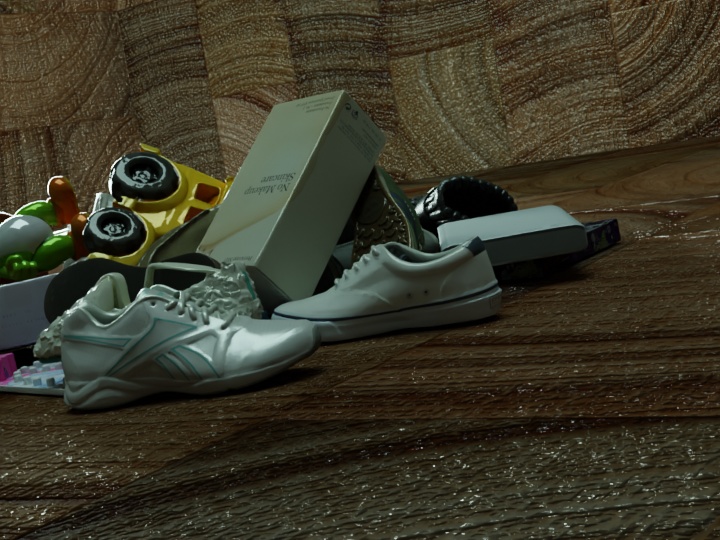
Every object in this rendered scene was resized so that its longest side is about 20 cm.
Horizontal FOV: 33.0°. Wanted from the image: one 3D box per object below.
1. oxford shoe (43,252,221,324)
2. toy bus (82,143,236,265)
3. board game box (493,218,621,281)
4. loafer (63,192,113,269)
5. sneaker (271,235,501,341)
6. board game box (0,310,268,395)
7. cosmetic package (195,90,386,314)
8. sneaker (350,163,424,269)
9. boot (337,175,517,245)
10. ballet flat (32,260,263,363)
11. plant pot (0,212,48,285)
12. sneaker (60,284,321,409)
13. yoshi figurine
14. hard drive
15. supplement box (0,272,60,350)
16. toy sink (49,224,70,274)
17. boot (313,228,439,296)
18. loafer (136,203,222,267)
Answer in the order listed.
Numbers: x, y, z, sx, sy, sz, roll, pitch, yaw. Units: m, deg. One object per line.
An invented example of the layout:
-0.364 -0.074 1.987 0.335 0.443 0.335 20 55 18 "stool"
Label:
-0.189 0.028 1.062 0.198 0.072 0.071 -3 -13 27 "oxford shoe"
-0.185 -0.013 1.271 0.190 0.136 0.201 16 44 0 "toy bus"
0.175 -0.020 1.247 0.119 0.033 0.199 -11 5 34 "board game box"
-0.312 -0.011 1.386 0.069 0.070 0.201 24 45 -4 "loafer"
0.017 0.013 1.003 0.198 0.071 0.073 -10 6 17 "sneaker"
-0.208 0.069 1.072 0.199 0.026 0.199 -17 10 -43 "board game box"
-0.066 -0.061 1.113 0.103 0.073 0.201 -6 50 44 "cosmetic package"
0.033 -0.024 1.132 0.067 0.090 0.201 -35 43 17 "sneaker"
0.058 -0.056 1.378 0.209 0.080 0.158 -7 -2 -19 "boot"
-0.171 0.028 0.970 0.198 0.072 0.072 -9 7 15 "ballet flat"
-0.480 0.003 1.407 0.194 0.203 0.200 5 15 37 "plant pot"
-0.128 0.050 0.888 0.198 0.081 0.070 -8 5 7 "sneaker"
-0.379 -0.031 1.260 0.199 0.113 0.112 -26 14 -22 "yoshi figurine"
0.142 -0.034 1.187 0.131 0.027 0.200 -10 7 4 "hard drive"
-0.350 0.049 1.204 0.108 0.061 0.200 -13 -2 -21 "supplement box"
-0.328 -0.013 1.569 0.129 0.113 0.200 -8 7 16 "toy sink"
0.000 -0.002 1.237 0.199 0.073 0.181 -6 5 -33 "boot"
-0.133 -0.031 1.184 0.199 0.076 0.067 -36 2 -24 "loafer"
